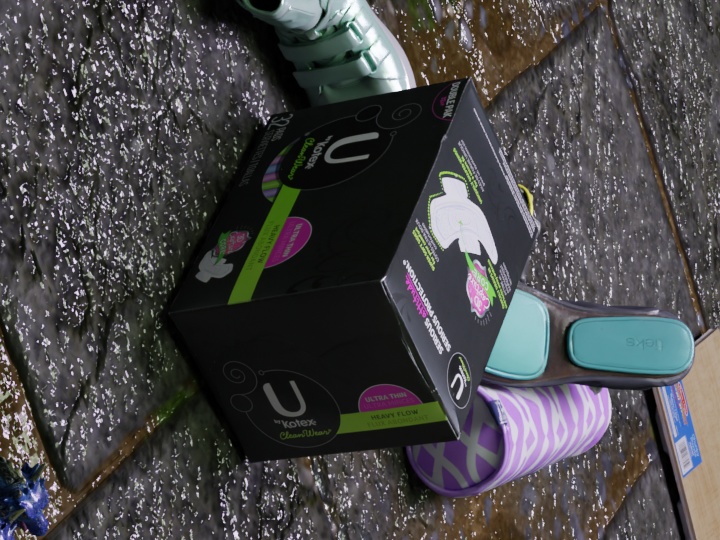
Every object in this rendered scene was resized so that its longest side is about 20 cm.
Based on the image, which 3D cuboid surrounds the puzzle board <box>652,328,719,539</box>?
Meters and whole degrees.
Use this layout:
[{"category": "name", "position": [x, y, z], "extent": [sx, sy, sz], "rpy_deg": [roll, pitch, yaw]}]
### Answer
[{"category": "puzzle board", "position": [0.285, 0.163, 2.308], "extent": [0.151, 0.017, 0.201], "rpy_deg": [-30, 106, -59]}]

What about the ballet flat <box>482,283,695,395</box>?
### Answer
[{"category": "ballet flat", "position": [0.122, 0.048, 1.878], "extent": [0.073, 0.199, 0.073], "rpy_deg": [-173, -90, -76]}]

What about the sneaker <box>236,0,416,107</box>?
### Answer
[{"category": "sneaker", "position": [-0.034, -0.143, 1.760], "extent": [0.201, 0.074, 0.118], "rpy_deg": [67, 27, -10]}]

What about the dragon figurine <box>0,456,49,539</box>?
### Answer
[{"category": "dragon figurine", "position": [-0.213, 0.053, 1.336], "extent": [0.059, 0.099, 0.201], "rpy_deg": [-39, 115, -59]}]

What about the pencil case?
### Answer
[{"category": "pencil case", "position": [0.099, 0.099, 1.925], "extent": [0.086, 0.084, 0.200], "rpy_deg": [59, 24, 11]}]

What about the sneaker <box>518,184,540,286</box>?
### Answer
[{"category": "sneaker", "position": [0.077, -0.049, 1.856], "extent": [0.200, 0.084, 0.075], "rpy_deg": [88, 4, -55]}]

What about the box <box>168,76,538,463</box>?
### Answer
[{"category": "box", "position": [0.000, 0.000, 1.695], "extent": [0.125, 0.148, 0.200], "rpy_deg": [64, 31, -30]}]
